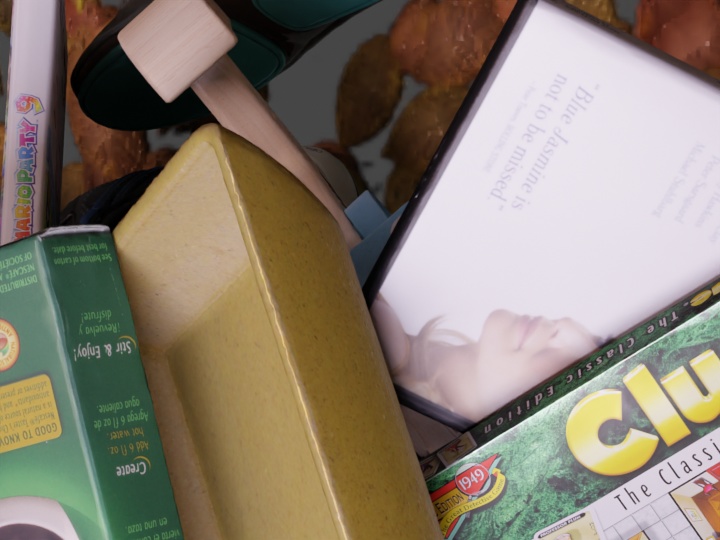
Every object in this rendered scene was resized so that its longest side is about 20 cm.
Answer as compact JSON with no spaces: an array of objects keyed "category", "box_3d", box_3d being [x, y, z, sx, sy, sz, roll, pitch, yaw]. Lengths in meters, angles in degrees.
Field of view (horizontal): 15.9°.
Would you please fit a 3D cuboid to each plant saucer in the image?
[{"category":"plant saucer","box_3d":[-0.031,0.074,0.844,0.200,0.048,0.201,-42,63,60]}]

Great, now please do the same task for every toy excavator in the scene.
[{"category":"toy excavator","box_3d":[0.000,0.000,0.941,0.100,0.194,0.200,-41,37,3]}]

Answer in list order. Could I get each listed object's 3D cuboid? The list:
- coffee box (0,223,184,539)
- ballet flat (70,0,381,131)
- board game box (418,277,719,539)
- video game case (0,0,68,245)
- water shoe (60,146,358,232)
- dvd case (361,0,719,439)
[{"category":"coffee box","box_3d":[-0.117,0.097,0.862,0.123,0.044,0.201,-18,84,31]},{"category":"ballet flat","box_3d":[-0.039,-0.117,1.039,0.200,0.067,0.064,-25,47,39]},{"category":"board game box","box_3d":[0.121,0.059,0.831,0.200,0.023,0.105,-33,105,13]},{"category":"video game case","box_3d":[-0.126,-0.015,0.990,0.143,0.018,0.201,106,165,-70]},{"category":"water shoe","box_3d":[-0.091,-0.013,1.066,0.200,0.079,0.072,-19,78,41]},{"category":"dvd case","box_3d":[0.108,0.014,0.835,0.199,0.018,0.143,26,109,-9]}]
